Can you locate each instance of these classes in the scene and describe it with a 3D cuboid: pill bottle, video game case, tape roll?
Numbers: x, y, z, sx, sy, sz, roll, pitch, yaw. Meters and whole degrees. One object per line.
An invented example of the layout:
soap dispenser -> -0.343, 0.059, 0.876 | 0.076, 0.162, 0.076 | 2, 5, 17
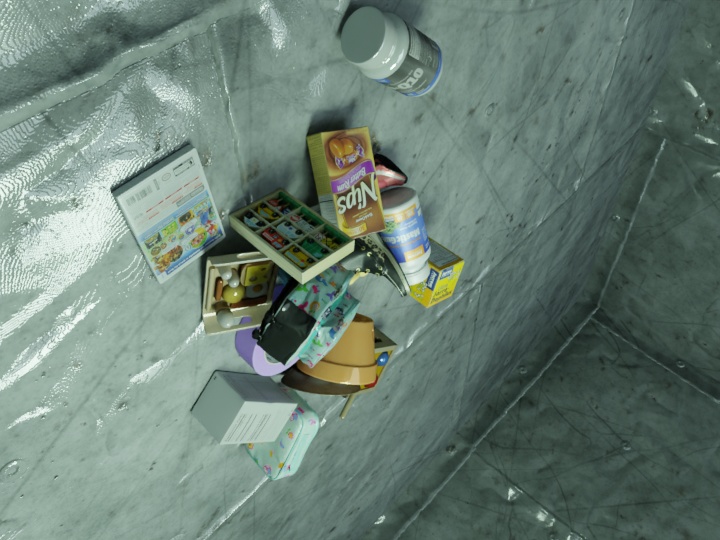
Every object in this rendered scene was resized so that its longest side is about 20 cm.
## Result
pill bottle -> 0.058, -0.391, 1.095 | 0.199, 0.113, 0.115 | 0, 121, -55
video game case -> -0.299, -0.086, 0.980 | 0.143, 0.018, 0.202 | -40, 148, -25
tape roll -> -0.178, 0.131, 1.340 | 0.199, 0.065, 0.202 | -38, 147, -29
pill bottle -> 0.094, -0.072, 1.352 | 0.112, 0.111, 0.202 | -36, 122, -29

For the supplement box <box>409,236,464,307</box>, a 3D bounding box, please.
supplement box -> 0.139, -0.018, 1.516 | 0.108, 0.199, 0.111 | -20, 137, -44

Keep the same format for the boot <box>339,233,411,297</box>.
boot -> 0.000, -0.001, 1.286 | 0.153, 0.205, 0.073 | -35, -178, 1

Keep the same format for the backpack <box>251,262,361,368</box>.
backpack -> -0.088, 0.069, 1.146 | 0.178, 0.149, 0.201 | -52, -171, 48

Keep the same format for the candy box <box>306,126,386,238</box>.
candy box -> -0.024, -0.163, 1.154 | 0.116, 0.056, 0.203 | -18, 102, -37

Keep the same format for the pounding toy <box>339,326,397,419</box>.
pounding toy -> -0.006, 0.272, 1.662 | 0.199, 0.142, 0.186 | 1, 119, -57

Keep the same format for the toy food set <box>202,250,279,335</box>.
toy food set -> -0.213, 0.042, 1.128 | 0.141, 0.061, 0.201 | -9, 143, -26

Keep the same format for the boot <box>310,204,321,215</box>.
boot -> -0.035, -0.103, 1.223 | 0.198, 0.091, 0.073 | -30, 149, -6

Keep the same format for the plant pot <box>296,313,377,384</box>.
plant pot -> -0.048, 0.176, 1.469 | 0.199, 0.198, 0.143 | 2, 99, -56

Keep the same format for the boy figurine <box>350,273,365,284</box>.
boy figurine -> 0.003, -0.037, 1.392 | 0.201, 0.064, 0.125 | -53, 154, -29

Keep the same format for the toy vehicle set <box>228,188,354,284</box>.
toy vehicle set -> -0.122, -0.066, 1.076 | 0.124, 0.199, 0.027 | -34, 146, -33

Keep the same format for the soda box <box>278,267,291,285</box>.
soda box -> -0.148, -0.030, 1.211 | 0.064, 0.068, 0.201 | -43, 149, -14

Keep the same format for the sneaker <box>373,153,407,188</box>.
sneaker -> 0.020, -0.199, 1.302 | 0.198, 0.074, 0.087 | 1, 131, -48

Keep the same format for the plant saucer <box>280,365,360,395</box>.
plant saucer -> -0.095, 0.261, 1.489 | 0.199, 0.198, 0.037 | 3, 94, -56

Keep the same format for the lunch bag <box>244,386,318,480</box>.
lunch bag -> -0.194, 0.404, 1.502 | 0.077, 0.160, 0.202 | 3, 118, -56

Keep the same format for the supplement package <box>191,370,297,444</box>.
supplement package -> -0.255, 0.306, 1.356 | 0.110, 0.113, 0.199 | -57, 150, 5
